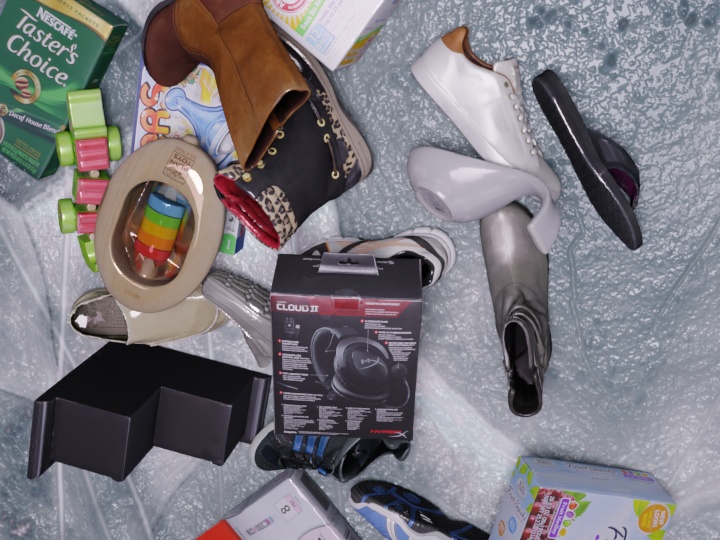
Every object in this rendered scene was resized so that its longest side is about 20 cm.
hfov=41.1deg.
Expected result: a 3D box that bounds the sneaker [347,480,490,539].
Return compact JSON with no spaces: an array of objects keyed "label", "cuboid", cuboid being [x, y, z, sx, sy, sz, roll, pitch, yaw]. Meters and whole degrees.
[{"label":"sneaker","cuboid":[0.069,0.311,1.094,0.199,0.076,0.078,30,105,4]}]

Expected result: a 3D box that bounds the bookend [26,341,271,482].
[{"label":"bookend","cuboid":[-0.222,0.167,1.051,0.198,0.199,0.093,13,107,6]}]

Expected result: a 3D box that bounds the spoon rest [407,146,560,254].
[{"label":"spoon rest","cuboid":[0.120,-0.074,0.939,0.061,0.199,0.100,-47,130,-13]}]

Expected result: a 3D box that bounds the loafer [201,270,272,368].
[{"label":"loafer","cuboid":[-0.098,0.077,1.061,0.199,0.070,0.070,38,107,-9]}]

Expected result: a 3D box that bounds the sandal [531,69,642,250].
[{"label":"sandal","cuboid":[0.238,-0.113,0.948,0.048,0.075,0.202,-30,98,0]}]

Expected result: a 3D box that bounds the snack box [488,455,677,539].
[{"label":"snack box","cuboid":[0.224,0.309,1.038,0.167,0.068,0.202,11,110,-17]}]

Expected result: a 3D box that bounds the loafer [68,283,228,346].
[{"label":"loafer","cuboid":[-0.243,0.052,1.092,0.198,0.068,0.077,-8,103,14]}]

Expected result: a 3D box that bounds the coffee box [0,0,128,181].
[{"label":"coffee box","cuboid":[-0.353,-0.216,1.054,0.122,0.044,0.201,35,109,1]}]

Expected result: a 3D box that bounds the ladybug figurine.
[{"label":"ladybug figurine","cuboid":[-0.205,-0.052,1.016,0.135,0.072,0.201,28,110,2]}]

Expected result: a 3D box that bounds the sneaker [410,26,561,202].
[{"label":"sneaker","cuboid":[0.143,-0.156,0.952,0.085,0.073,0.200,-42,92,21]}]

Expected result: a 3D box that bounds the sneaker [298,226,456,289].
[{"label":"sneaker","cuboid":[0.000,0.000,1.023,0.198,0.080,0.074,-14,104,17]}]

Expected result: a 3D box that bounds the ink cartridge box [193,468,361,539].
[{"label":"ink cartridge box","cuboid":[-0.100,0.352,1.157,0.199,0.057,0.163,-39,95,14]}]

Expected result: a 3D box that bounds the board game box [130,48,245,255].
[{"label":"board game box","cuboid":[-0.182,-0.130,1.047,0.134,0.034,0.202,12,107,8]}]

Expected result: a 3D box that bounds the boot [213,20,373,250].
[{"label":"boot","cuboid":[-0.088,-0.134,0.956,0.073,0.151,0.201,-3,127,53]}]

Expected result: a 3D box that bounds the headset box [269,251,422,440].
[{"label":"headset box","cuboid":[-0.014,0.071,0.970,0.147,0.078,0.202,2,122,1]}]

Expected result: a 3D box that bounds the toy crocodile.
[{"label":"toy crocodile","cuboid":[-0.295,-0.097,1.051,0.067,0.062,0.202,-5,112,-24]}]

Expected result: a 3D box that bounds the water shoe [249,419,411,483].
[{"label":"water shoe","cuboid":[-0.038,0.197,1.073,0.198,0.079,0.072,-22,134,16]}]

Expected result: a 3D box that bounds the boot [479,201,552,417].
[{"label":"boot","cuboid":[0.161,0.035,0.970,0.067,0.131,0.202,-10,103,14]}]

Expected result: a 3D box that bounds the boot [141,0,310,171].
[{"label":"boot","cuboid":[-0.128,-0.180,0.908,0.188,0.068,0.201,-40,64,35]}]

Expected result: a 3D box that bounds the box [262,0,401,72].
[{"label":"box","cuboid":[0.000,-0.307,0.925,0.112,0.101,0.201,38,109,0]}]
